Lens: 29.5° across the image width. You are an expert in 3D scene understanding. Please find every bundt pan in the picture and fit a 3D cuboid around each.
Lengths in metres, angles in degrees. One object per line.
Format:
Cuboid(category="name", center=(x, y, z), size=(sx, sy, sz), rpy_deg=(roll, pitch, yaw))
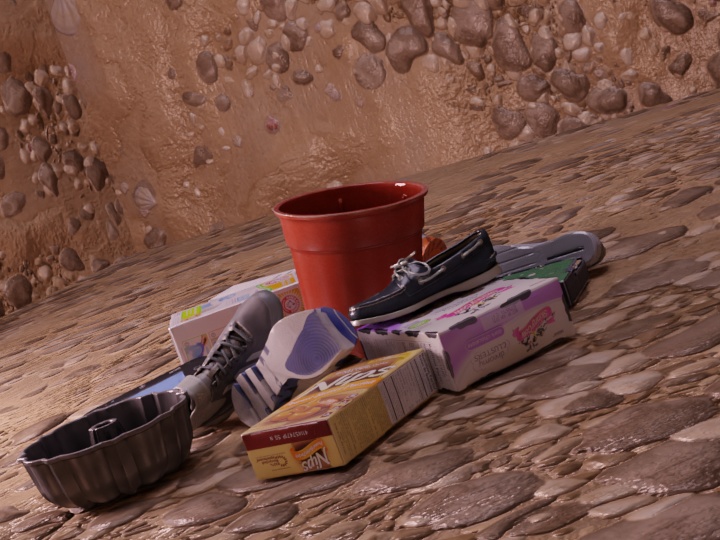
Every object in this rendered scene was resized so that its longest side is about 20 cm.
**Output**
Cuboid(category="bundt pan", center=(-0.278, 0.207, 1.540), size=(0.202, 0.076, 0.202), rpy_deg=(-18, 8, 3))

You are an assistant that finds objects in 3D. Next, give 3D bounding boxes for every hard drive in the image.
Cuboid(category="hard drive", center=(0.184, 0.036, 1.744), size=(0.200, 0.038, 0.140), rpy_deg=(-17, 9, 21))

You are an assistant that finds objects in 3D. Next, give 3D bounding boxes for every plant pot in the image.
Cuboid(category="plant pot", center=(0.000, 0.000, 1.766), size=(0.200, 0.196, 0.201), rpy_deg=(-7, 14, 2))

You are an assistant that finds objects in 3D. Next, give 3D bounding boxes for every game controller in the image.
Cuboid(category="game controller", center=(-0.267, 0.172, 1.738), size=(0.200, 0.042, 0.104), rpy_deg=(-26, 35, -9))

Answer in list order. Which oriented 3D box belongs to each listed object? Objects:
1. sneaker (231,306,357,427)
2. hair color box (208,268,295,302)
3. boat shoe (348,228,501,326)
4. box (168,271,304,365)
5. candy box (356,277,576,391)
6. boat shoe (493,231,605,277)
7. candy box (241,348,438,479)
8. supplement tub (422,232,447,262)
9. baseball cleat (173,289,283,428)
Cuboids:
Cuboid(category="sneaker", center=(-0.060, 0.102, 1.596), size=(0.115, 0.081, 0.199), rpy_deg=(-19, -20, -47))
Cuboid(category="hair color box", center=(-0.148, 0.044, 2.336), size=(0.200, 0.061, 0.100), rpy_deg=(-15, 10, 26))
Cuboid(category="boat shoe", center=(0.071, 0.010, 1.594), size=(0.200, 0.062, 0.075), rpy_deg=(-22, 10, -13))
Cuboid(category="box", center=(-0.164, 0.086, 1.967), size=(0.200, 0.101, 0.112), rpy_deg=(-19, 9, -3))
Cuboid(category="candy box", center=(0.118, 0.070, 1.558), size=(0.168, 0.072, 0.200), rpy_deg=(-23, 9, -25))
Cuboid(category="boat shoe", center=(0.234, -0.003, 1.835), size=(0.200, 0.072, 0.062), rpy_deg=(-12, -17, 26))
Cuboid(category="candy box", center=(-0.018, 0.147, 1.419), size=(0.115, 0.055, 0.200), rpy_deg=(-14, 10, 34))
Cuboid(category="supplement tub", center=(0.021, -0.008, 2.001), size=(0.200, 0.123, 0.123), rpy_deg=(4, 19, 29))
Cuboid(category="baseball cleat", center=(-0.159, 0.115, 1.626), size=(0.070, 0.200, 0.106), rpy_deg=(35, 25, 21))
